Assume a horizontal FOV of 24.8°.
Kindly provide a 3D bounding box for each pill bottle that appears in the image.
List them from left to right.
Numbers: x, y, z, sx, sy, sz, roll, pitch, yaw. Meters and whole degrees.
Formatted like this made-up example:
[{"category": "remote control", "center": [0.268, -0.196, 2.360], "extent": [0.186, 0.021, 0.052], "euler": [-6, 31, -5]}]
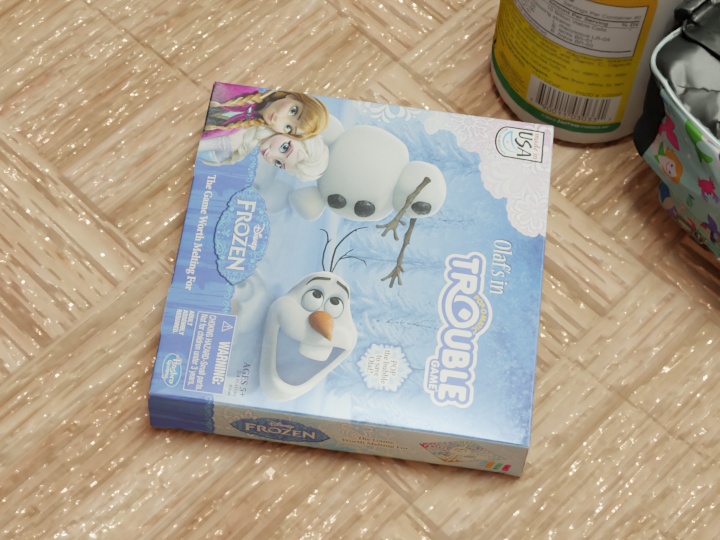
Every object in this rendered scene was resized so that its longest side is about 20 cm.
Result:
[{"category": "pill bottle", "center": [0.137, -0.170, 0.903], "extent": [0.112, 0.201, 0.114], "euler": [1, 60, -2]}]

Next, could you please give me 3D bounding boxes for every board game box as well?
[{"category": "board game box", "center": [0.000, 0.000, 0.888], "extent": [0.197, 0.043, 0.202], "euler": [8, 60, 0]}]

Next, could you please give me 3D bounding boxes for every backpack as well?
[{"category": "backpack", "center": [0.262, -0.062, 0.875], "extent": [0.177, 0.151, 0.200], "euler": [-35, 60, -18]}]
